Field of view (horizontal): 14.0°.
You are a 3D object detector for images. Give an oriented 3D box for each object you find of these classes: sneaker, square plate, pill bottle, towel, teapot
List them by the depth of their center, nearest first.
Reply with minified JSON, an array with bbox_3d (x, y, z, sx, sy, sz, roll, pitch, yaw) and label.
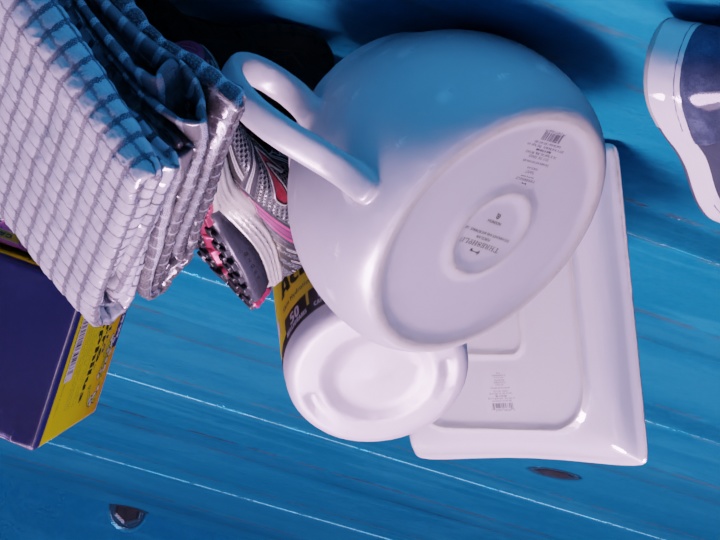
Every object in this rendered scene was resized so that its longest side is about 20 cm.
[{"bbox_3d":[0.248,-0.068,1.574,0.145,0.077,0.202,8,166,25],"label":"sneaker"},{"bbox_3d":[-0.149,-0.084,1.577,0.166,0.085,0.200,52,152,14],"label":"towel"},{"bbox_3d":[0.028,-0.062,1.637,0.146,0.197,0.201,45,156,33],"label":"teapot"},{"bbox_3d":[-0.074,-0.065,1.663,0.081,0.075,0.200,43,165,33],"label":"sneaker"},{"bbox_3d":[-0.089,-0.112,1.711,0.199,0.060,0.104,11,163,-11],"label":"sneaker"},{"bbox_3d":[0.000,0.000,1.791,0.111,0.200,0.112,-4,129,-5],"label":"pill bottle"},{"bbox_3d":[0.089,0.024,1.848,0.199,0.199,0.028,-2,-174,45],"label":"square plate"}]

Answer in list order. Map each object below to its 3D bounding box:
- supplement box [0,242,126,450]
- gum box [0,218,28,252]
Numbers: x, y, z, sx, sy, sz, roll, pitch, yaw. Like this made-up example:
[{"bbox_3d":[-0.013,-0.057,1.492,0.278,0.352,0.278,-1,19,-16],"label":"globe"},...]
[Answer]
[{"bbox_3d":[-0.223,0.036,1.888,0.108,0.110,0.200,19,-174,5],"label":"supplement box"},{"bbox_3d":[-0.193,-0.049,1.894,0.113,0.066,0.200,19,-174,-8],"label":"gum box"}]
